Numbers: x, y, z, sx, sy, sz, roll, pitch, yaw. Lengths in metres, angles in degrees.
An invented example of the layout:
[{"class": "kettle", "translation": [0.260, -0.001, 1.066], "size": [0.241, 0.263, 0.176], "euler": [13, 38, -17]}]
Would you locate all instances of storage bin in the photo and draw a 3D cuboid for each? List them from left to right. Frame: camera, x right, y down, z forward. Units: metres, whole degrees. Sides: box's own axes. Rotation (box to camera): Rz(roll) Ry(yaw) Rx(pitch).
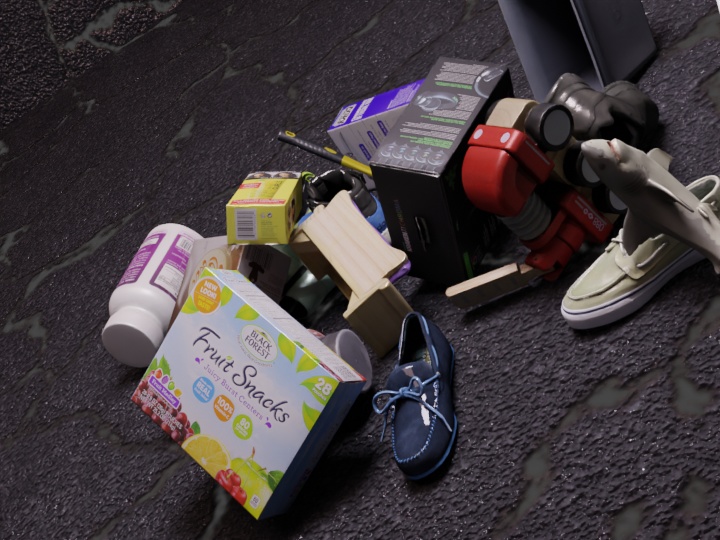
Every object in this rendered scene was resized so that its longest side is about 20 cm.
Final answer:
[{"class": "storage bin", "translation": [0.270, -0.304, 1.462], "size": [0.134, 0.202, 0.145], "euler": [-37, 25, -26]}]

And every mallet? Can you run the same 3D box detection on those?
[{"class": "mallet", "translation": [-0.014, -0.149, 1.581], "size": [0.066, 0.198, 0.042], "euler": [-54, -11, -51]}]

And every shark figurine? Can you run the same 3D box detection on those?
[{"class": "shark figurine", "translation": [0.282, -0.031, 1.076], "size": [0.090, 0.215, 0.128], "euler": [-50, -15, 27]}]

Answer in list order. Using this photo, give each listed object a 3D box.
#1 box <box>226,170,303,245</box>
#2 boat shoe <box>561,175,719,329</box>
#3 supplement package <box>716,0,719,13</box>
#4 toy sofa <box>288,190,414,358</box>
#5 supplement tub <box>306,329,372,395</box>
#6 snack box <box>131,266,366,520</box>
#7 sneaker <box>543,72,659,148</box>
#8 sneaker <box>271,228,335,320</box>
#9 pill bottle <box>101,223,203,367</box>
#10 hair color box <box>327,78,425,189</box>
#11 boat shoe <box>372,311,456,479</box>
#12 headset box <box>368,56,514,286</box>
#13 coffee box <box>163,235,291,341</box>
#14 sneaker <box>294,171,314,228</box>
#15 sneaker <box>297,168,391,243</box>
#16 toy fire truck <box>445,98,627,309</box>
[{"class": "box", "translation": [-0.114, -0.078, 1.437], "size": [0.074, 0.051, 0.200], "euler": [0, 16, 4]}, {"class": "boat shoe", "translation": [0.273, -0.020, 1.143], "size": [0.199, 0.062, 0.072], "euler": [-35, 27, 5]}, {"class": "supplement package", "translation": [0.406, -0.153, 1.038], "size": [0.110, 0.201, 0.157], "euler": [-23, 30, 24]}, {"class": "toy sofa", "translation": [0.000, 0.000, 1.376], "size": [0.097, 0.083, 0.200], "euler": [-40, 39, -1]}, {"class": "supplement tub", "translation": [-0.086, 0.130, 1.293], "size": [0.198, 0.107, 0.108], "euler": [-23, 30, 25]}, {"class": "snack box", "translation": [-0.117, 0.122, 1.211], "size": [0.199, 0.067, 0.170], "euler": [38, 104, 23]}, {"class": "sneaker", "translation": [0.275, -0.156, 1.281], "size": [0.091, 0.198, 0.077], "euler": [41, 120, 32]}, {"class": "sneaker", "translation": [-0.113, 0.005, 1.542], "size": [0.199, 0.074, 0.119], "euler": [8, 51, 45]}, {"class": "pill bottle", "translation": [-0.287, 0.037, 1.671], "size": [0.111, 0.113, 0.201], "euler": [-18, 33, 32]}, {"class": "hair color box", "translation": [0.065, -0.187, 1.599], "size": [0.198, 0.110, 0.065], "euler": [-13, 34, 38]}, {"class": "boat shoe", "translation": [0.049, 0.121, 1.185], "size": [0.083, 0.069, 0.201], "euler": [-28, 29, 17]}, {"class": "headset box", "translation": [0.101, -0.107, 1.340], "size": [0.092, 0.176, 0.201], "euler": [12, 50, 29]}, {"class": "coffee box", "translation": [-0.171, 0.066, 1.447], "size": [0.113, 0.079, 0.203], "euler": [-4, 65, 47]}, {"class": "sneaker", "translation": [-0.138, -0.064, 1.681], "size": [0.199, 0.083, 0.072], "euler": [-41, 27, -7]}, {"class": "sneaker", "translation": [-0.040, -0.085, 1.564], "size": [0.077, 0.112, 0.199], "euler": [-46, 28, -19]}, {"class": "toy fire truck", "translation": [0.160, -0.055, 1.231], "size": [0.202, 0.175, 0.128], "euler": [-58, 31, -8]}]
